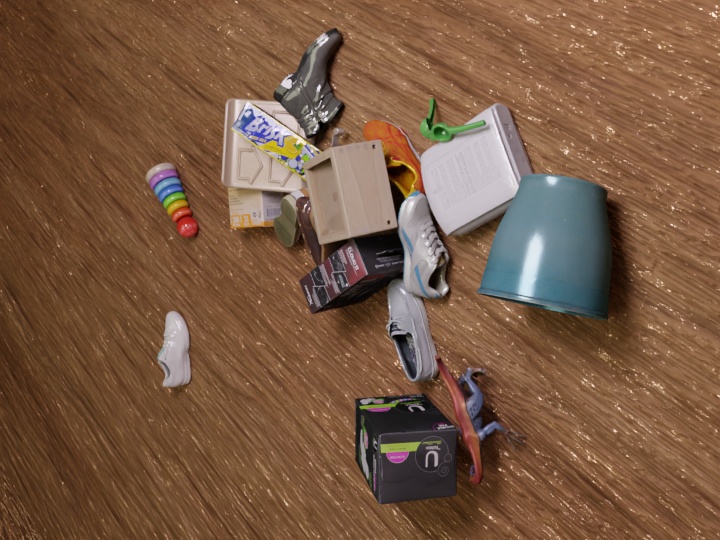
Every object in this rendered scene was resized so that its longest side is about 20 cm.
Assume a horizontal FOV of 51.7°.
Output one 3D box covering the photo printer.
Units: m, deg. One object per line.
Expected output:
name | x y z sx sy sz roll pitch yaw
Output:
photo printer | 0.192 -0.162 1.272 0.199 0.069 0.170 -30 74 43

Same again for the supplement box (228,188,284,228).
supplement box | -0.241 -0.200 1.692 0.124 0.073 0.205 -1 95 43

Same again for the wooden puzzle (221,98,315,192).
wooden puzzle | -0.194 -0.267 1.596 0.195 0.046 0.190 5 96 5

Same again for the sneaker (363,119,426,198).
sneaker | 0.062 -0.215 1.390 0.201 0.076 0.074 51 129 29

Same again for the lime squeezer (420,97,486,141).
lime squeezer | 0.143 -0.247 1.268 0.038 0.070 0.200 66 171 -28

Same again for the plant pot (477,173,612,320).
plant pot | 0.290 -0.039 1.122 0.197 0.198 0.193 9 87 43

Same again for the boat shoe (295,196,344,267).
boat shoe | -0.080 -0.064 1.521 0.069 0.070 0.203 20 136 39

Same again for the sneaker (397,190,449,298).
sneaker | 0.120 -0.046 1.348 0.080 0.076 0.204 15 125 41

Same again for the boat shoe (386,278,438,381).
boat shoe | 0.089 0.113 1.413 0.070 0.071 0.205 -29 76 42

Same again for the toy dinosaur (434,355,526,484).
toy dinosaur | 0.182 0.271 1.298 0.105 0.196 0.185 -36 39 56

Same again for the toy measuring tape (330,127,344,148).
toy measuring tape | -0.047 -0.182 1.508 0.073 0.073 0.204 31 116 37

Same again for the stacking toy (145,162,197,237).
stacking toy | -0.485 -0.175 1.938 0.085 0.084 0.203 -38 74 40

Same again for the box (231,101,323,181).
box | -0.165 -0.265 1.537 0.198 0.064 0.071 34 98 1

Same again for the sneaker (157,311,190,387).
sneaker | -0.514 0.215 2.012 0.074 0.087 0.205 -7 91 45

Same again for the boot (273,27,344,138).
boot | -0.076 -0.378 1.517 0.131 0.068 0.200 45 110 4

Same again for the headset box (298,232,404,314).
headset box | 0.000 0.000 1.431 0.199 0.147 0.079 -34 74 41

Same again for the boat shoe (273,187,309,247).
boat shoe | -0.137 -0.113 1.593 0.075 0.068 0.200 53 156 6

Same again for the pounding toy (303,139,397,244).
pounding toy | -0.015 -0.157 1.393 0.199 0.139 0.189 -7 95 66

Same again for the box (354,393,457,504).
box | 0.077 0.316 1.346 0.200 0.145 0.128 -144 53 -75
